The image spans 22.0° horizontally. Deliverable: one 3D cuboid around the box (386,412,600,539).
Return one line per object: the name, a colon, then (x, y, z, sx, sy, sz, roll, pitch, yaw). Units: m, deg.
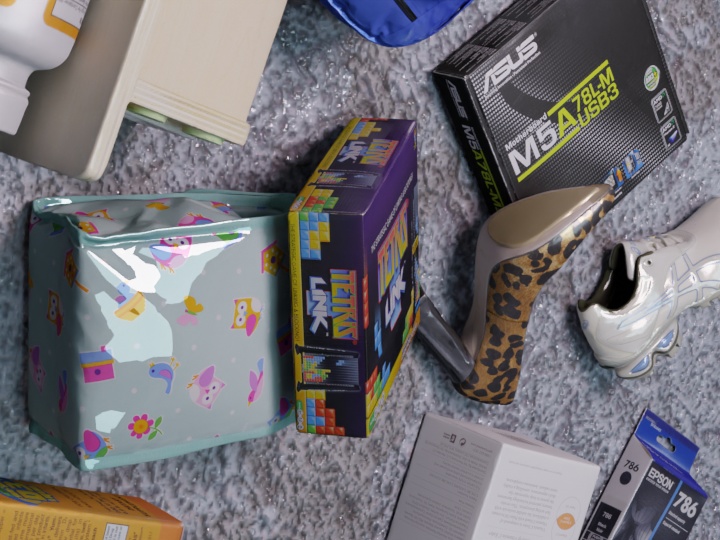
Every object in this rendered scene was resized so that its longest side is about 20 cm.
box: (0.096, 0.233, 1.519, 0.124, 0.097, 0.202, 17, 91, -41)

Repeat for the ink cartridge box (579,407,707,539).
ink cartridge box: (0.253, 0.235, 1.687, 0.099, 0.039, 0.201, 33, 81, -39)

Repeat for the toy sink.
toy sink: (-0.135, -0.148, 1.204, 0.112, 0.130, 0.202, 19, 89, -41)

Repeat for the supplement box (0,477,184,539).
supplement box: (-0.222, 0.183, 1.267, 0.199, 0.066, 0.069, 12, 94, -41)

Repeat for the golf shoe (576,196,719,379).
golf shoe: (0.264, -0.004, 1.608, 0.200, 0.078, 0.097, -51, 122, -18)

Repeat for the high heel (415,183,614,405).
high heel: (0.141, 0.021, 1.478, 0.199, 0.072, 0.143, -33, 123, 13)

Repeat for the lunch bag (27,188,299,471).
lunch bag: (-0.122, 0.033, 1.273, 0.199, 0.122, 0.172, -7, 106, -32)

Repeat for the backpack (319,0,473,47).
backpack: (0.041, -0.257, 1.272, 0.199, 0.168, 0.163, -36, 104, 7)

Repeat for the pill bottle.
pill bottle: (-0.216, -0.191, 1.136, 0.111, 0.111, 0.202, 20, 90, -40)

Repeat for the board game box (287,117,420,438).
board game box: (0.000, 0.000, 1.324, 0.200, 0.056, 0.167, -62, 154, -64)

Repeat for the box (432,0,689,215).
box: (0.168, -0.135, 1.508, 0.200, 0.047, 0.194, -40, 126, -24)
